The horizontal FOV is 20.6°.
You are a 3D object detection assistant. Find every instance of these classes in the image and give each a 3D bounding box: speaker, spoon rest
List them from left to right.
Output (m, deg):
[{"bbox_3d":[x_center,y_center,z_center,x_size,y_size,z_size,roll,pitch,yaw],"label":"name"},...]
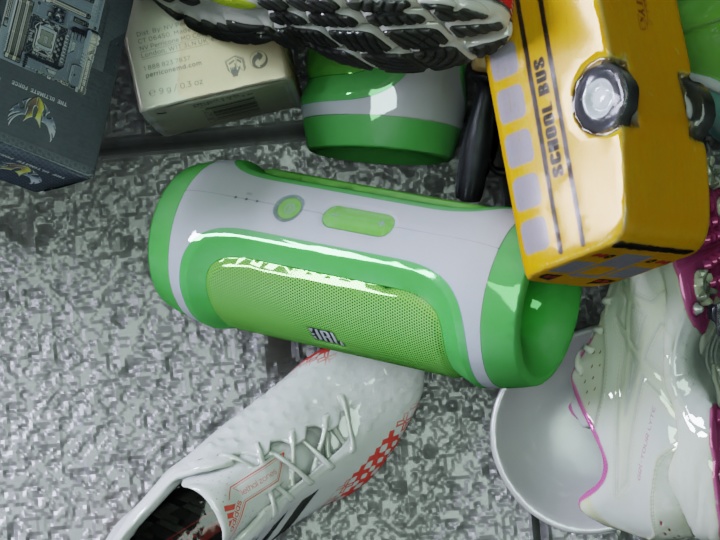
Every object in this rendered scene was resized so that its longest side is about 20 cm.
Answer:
[{"bbox_3d":[0.000,0.000,0.948,0.200,0.088,0.089,11,87,28],"label":"speaker"},{"bbox_3d":[0.017,-0.157,0.995,0.088,0.088,0.200,4,87,4],"label":"speaker"},{"bbox_3d":[0.153,0.049,0.986,0.200,0.061,0.099,-40,85,0],"label":"spoon rest"}]

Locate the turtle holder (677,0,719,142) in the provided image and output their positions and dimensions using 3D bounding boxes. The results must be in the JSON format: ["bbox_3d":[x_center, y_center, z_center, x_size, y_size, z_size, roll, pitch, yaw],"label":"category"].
[{"bbox_3d":[0.222,-0.114,0.934,0.141,0.185,0.132,-29,99,-28],"label":"turtle holder"}]

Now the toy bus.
[{"bbox_3d":[0.099,-0.100,0.866,0.078,0.065,0.200,-22,71,42],"label":"toy bus"}]

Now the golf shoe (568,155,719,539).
[{"bbox_3d":[0.135,0.031,0.932,0.091,0.075,0.200,-8,83,32],"label":"golf shoe"}]

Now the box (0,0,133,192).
[{"bbox_3d":[-0.193,-0.140,0.857,0.200,0.051,0.158,21,71,-34],"label":"box"}]

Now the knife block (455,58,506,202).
[{"bbox_3d":[0.090,-0.123,0.948,0.064,0.200,0.176,10,57,4],"label":"knife block"}]

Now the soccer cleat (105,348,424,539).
[{"bbox_3d":[-0.049,0.102,0.982,0.200,0.085,0.069,-37,85,1],"label":"soccer cleat"}]

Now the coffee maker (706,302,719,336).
[{"bbox_3d":[0.248,0.113,0.886,0.192,0.135,0.200,2,92,9],"label":"coffee maker"}]

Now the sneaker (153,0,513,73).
[{"bbox_3d":[-0.017,-0.145,0.882,0.200,0.077,0.085,16,79,32],"label":"sneaker"}]

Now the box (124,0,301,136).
[{"bbox_3d":[-0.090,-0.177,0.999,0.078,0.095,0.200,-13,87,2],"label":"box"}]
